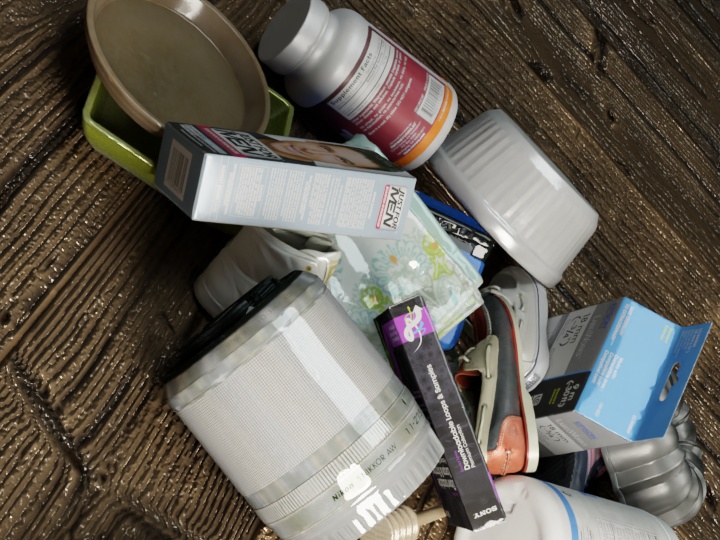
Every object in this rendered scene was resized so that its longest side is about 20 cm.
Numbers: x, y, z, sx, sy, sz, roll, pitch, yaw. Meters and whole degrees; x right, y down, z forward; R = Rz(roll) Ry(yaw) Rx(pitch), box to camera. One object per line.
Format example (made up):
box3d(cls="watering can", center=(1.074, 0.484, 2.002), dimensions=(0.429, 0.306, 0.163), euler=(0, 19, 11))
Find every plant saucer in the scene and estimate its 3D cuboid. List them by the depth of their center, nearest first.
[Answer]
box3d(cls="plant saucer", center=(-0.167, -0.184, 1.526), dimensions=(0.199, 0.029, 0.201), euler=(30, 40, -28))
box3d(cls="plant saucer", center=(-0.163, -0.132, 1.549), dimensions=(0.199, 0.048, 0.201), euler=(34, 38, -22))

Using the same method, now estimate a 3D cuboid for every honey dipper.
box3d(cls="honey dipper", center=(0.069, 0.220, 1.544), dimensions=(0.200, 0.038, 0.038), euler=(-7, 66, -55))

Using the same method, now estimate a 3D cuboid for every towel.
box3d(cls="towel", center=(0.000, 0.000, 1.565), dimensions=(0.171, 0.048, 0.200), euler=(-41, 96, -19))

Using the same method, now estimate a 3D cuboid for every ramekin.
box3d(cls="ramekin", center=(0.169, -0.085, 1.823), dimensions=(0.202, 0.094, 0.202), euler=(45, 9, -9))

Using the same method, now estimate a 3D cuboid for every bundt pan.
box3d(cls="bundt pan", center=(0.309, 0.178, 1.784), dimensions=(0.202, 0.075, 0.203), euler=(-18, 90, -72))

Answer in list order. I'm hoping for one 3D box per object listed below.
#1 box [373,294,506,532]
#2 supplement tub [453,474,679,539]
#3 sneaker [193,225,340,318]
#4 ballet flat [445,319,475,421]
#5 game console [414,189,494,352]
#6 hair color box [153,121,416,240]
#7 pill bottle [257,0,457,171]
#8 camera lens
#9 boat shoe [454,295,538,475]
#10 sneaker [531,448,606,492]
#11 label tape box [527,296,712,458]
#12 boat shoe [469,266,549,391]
box3d(cls="box", center=(0.065, 0.125, 1.466), dimensions=(0.143, 0.036, 0.201), euler=(129, -60, -82))
box3d(cls="supplement tub", center=(0.194, 0.269, 1.570), dimensions=(0.199, 0.132, 0.133), euler=(21, 46, -42))
box3d(cls="sneaker", center=(-0.038, 0.036, 1.469), dimensions=(0.200, 0.116, 0.074), euler=(38, 32, -4))
box3d(cls="ballet flat", center=(0.096, 0.098, 1.647), dimensions=(0.069, 0.071, 0.201), euler=(89, -18, -63))
box3d(cls="game console", center=(0.017, -0.025, 1.665), dimensions=(0.199, 0.119, 0.171), euler=(25, 8, -9))
box3d(cls="hair color box", center=(-0.064, -0.076, 1.451), dimensions=(0.199, 0.061, 0.099), euler=(6, 18, -29))
box3d(cls="pill bottle", center=(-0.004, -0.197, 1.755), dimensions=(0.200, 0.113, 0.113), euler=(34, 38, -28))
box3d(cls="camera lens", center=(-0.050, 0.113, 1.378), dimensions=(0.200, 0.160, 0.160), euler=(52, 33, -4))
box3d(cls="boat shoe", center=(0.119, 0.103, 1.573), dimensions=(0.062, 0.071, 0.201), euler=(-2, 49, -5))
box3d(cls="sneaker", center=(0.224, 0.196, 1.729), dimensions=(0.082, 0.070, 0.201), euler=(40, 37, -19))
box3d(cls="label tape box", center=(0.233, 0.103, 1.667), dimensions=(0.063, 0.200, 0.145), euler=(41, 58, -20))
box3d(cls="boat shoe", center=(0.146, 0.046, 1.747), dimensions=(0.070, 0.071, 0.200), euler=(41, 26, -22))
